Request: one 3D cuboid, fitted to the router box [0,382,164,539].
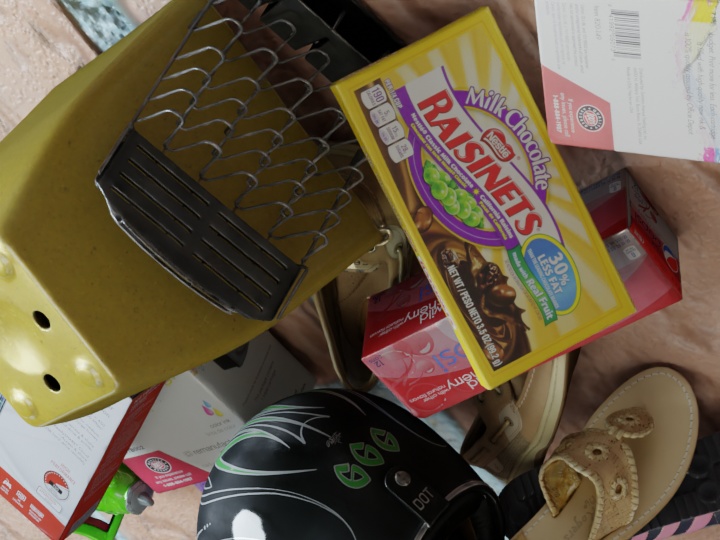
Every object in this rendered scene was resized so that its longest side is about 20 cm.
[{"bbox_3d":[-0.246,0.068,1.292,0.200,0.049,0.180,39,132,9],"label":"router box"}]

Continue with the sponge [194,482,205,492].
[{"bbox_3d":[-0.036,0.211,1.510,0.111,0.030,0.200,-20,124,40],"label":"sponge"}]

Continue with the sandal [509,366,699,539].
[{"bbox_3d":[0.148,0.149,1.209,0.078,0.212,0.070,38,178,24],"label":"sandal"}]

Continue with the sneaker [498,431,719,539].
[{"bbox_3d":[0.195,0.163,1.277,0.200,0.070,0.082,-10,157,8],"label":"sneaker"}]

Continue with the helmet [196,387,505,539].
[{"bbox_3d":[-0.018,0.176,1.251,0.190,0.200,0.200,23,145,29],"label":"helmet"}]

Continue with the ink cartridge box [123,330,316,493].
[{"bbox_3d":[-0.154,0.064,1.357,0.147,0.086,0.200,-19,127,40],"label":"ink cartridge box"}]

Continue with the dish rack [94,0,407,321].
[{"bbox_3d":[-0.056,-0.078,1.065,0.153,0.200,0.055,39,150,-19],"label":"dish rack"}]

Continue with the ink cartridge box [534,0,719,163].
[{"bbox_3d":[0.201,-0.120,0.992,0.200,0.068,0.117,9,139,19],"label":"ink cartridge box"}]

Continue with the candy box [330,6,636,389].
[{"bbox_3d":[0.073,-0.042,1.070,0.200,0.102,0.026,63,174,-7],"label":"candy box"}]

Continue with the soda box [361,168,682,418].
[{"bbox_3d":[0.100,0.018,1.161,0.200,0.063,0.070,-28,122,25],"label":"soda box"}]

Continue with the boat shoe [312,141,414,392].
[{"bbox_3d":[0.000,0.000,1.227,0.073,0.063,0.200,6,138,20],"label":"boat shoe"}]

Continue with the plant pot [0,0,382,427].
[{"bbox_3d":[-0.149,-0.014,1.129,0.196,0.200,0.194,52,141,-11],"label":"plant pot"}]

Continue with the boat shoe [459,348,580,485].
[{"bbox_3d":[0.108,0.088,1.269,0.064,0.071,0.200,18,142,5],"label":"boat shoe"}]

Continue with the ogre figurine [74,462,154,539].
[{"bbox_3d":[-0.231,0.155,1.471,0.120,0.098,0.200,35,145,-14],"label":"ogre figurine"}]
